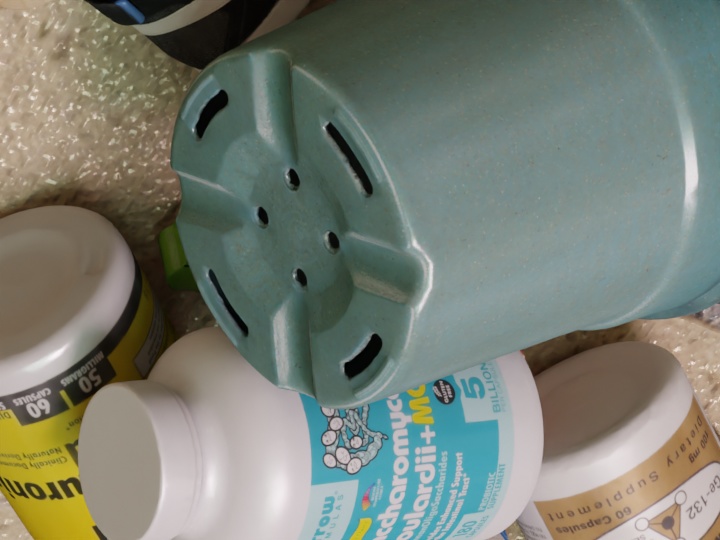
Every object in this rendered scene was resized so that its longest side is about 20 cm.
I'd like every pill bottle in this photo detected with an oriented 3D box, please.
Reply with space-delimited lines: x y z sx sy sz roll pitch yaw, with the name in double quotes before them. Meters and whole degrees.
"pill bottle" 0.155 0.148 1.218 0.114 0.114 0.201 -28 111 2
"pill bottle" -0.124 0.075 1.100 0.111 0.111 0.200 -26 130 1
"pill bottle" -0.023 0.077 1.031 0.199 0.111 0.111 -4 129 -37

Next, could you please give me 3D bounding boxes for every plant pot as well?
"plant pot" 0.040 -0.045 0.965 0.196 0.200 0.201 -22 136 -38

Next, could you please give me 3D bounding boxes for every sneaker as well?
"sneaker" -0.045 -0.174 0.965 0.112 0.073 0.200 24 116 -34

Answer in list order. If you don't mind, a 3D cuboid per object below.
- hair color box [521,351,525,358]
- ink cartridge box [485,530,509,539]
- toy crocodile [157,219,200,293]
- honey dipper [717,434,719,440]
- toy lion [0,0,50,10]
"hair color box" 0.003 0.104 1.199 0.101 0.061 0.201 4 123 -21
"ink cartridge box" 0.031 0.190 1.104 0.116 0.200 0.067 -32 129 7
"toy crocodile" 0.000 0.000 1.116 0.199 0.068 0.062 0 126 -20
"honey dipper" 0.123 0.155 1.297 0.199 0.038 0.038 -29 130 6
"toy lion" -0.212 -0.177 0.919 0.191 0.069 0.201 -4 127 -8
